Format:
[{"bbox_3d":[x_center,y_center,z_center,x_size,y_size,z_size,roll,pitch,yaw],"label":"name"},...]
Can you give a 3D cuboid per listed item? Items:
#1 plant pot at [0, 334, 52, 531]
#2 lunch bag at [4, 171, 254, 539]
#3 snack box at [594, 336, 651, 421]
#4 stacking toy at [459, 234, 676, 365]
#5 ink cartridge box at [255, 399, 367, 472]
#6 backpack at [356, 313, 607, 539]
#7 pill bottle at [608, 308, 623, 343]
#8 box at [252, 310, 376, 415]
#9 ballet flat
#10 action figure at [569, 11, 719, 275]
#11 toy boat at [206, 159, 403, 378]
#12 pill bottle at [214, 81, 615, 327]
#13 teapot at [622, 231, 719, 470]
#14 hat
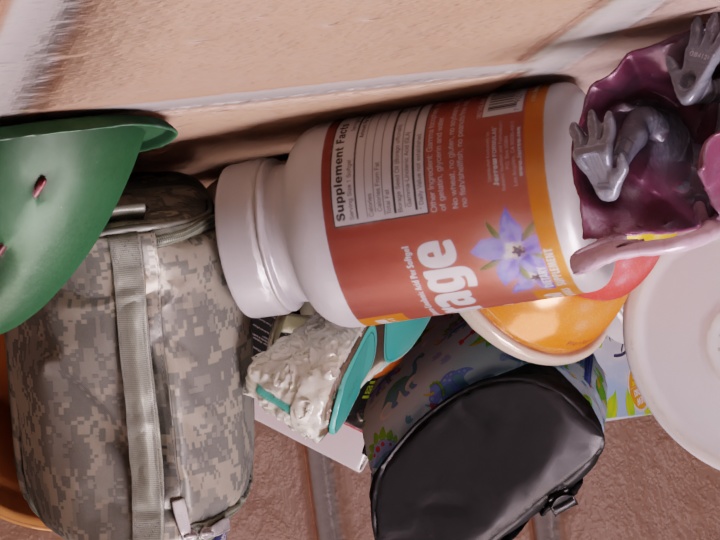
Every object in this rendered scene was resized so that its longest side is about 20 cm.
[{"bbox_3d":[-0.176,0.043,1.776,0.199,0.201,0.140,-7,-168,-7],"label":"plant pot"},{"bbox_3d":[-0.127,0.053,1.625,0.139,0.201,0.168,-5,-170,-7],"label":"lunch bag"},{"bbox_3d":[0.140,0.034,2.207,0.067,0.170,0.200,-9,175,32],"label":"snack box"},{"bbox_3d":[0.144,-0.047,1.682,0.146,0.147,0.200,-3,156,-45],"label":"stacking toy"},{"bbox_3d":[-0.078,0.072,1.987,0.199,0.045,0.176,27,-172,0],"label":"ink cartridge box"},{"bbox_3d":[0.079,0.084,1.819,0.163,0.154,0.200,-39,176,22],"label":"backpack"},{"bbox_3d":[0.262,-0.008,2.150,0.111,0.112,0.200,-3,168,-46],"label":"pill bottle"},{"bbox_3d":[-0.059,0.032,1.985,0.199,0.048,0.193,29,-171,16],"label":"box"},{"bbox_3d":[-0.012,0.030,1.658,0.071,0.072,0.200,-10,-163,23],"label":"ballet flat"},{"bbox_3d":[0.192,-0.047,1.453,0.133,0.150,0.200,-9,157,27],"label":"action figure"},{"bbox_3d":[0.000,0.000,1.784,0.199,0.131,0.130,-3,174,-44],"label":"toy boat"},{"bbox_3d":[0.029,-0.030,1.570,0.199,0.113,0.112,-9,175,17],"label":"pill bottle"},{"bbox_3d":[0.266,0.024,1.774,0.146,0.200,0.198,-30,152,-52],"label":"teapot"},{"bbox_3d":[-0.179,0.025,1.490,0.199,0.177,0.166,-9,175,19],"label":"hat"}]
